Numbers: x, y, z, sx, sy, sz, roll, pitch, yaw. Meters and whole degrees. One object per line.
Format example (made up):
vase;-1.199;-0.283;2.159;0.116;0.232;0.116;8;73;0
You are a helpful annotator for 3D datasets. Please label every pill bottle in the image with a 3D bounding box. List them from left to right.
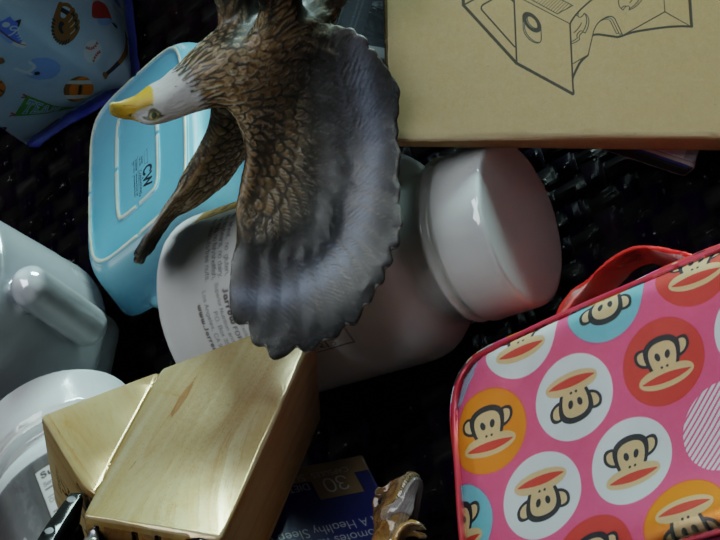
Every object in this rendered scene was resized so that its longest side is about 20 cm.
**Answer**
pill bottle;-0.138;0.156;1.103;0.114;0.114;0.200;-41;49;13
pill bottle;0.000;0.000;1.077;0.199;0.114;0.115;-17;58;30

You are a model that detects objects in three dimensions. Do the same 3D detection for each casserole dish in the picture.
casserole dish;-0.123;-0.063;1.226;0.121;0.039;0.201;-38;38;27

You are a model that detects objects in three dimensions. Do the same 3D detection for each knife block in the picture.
knife block;-0.075;0.126;0.966;0.199;0.064;0.176;-20;43;-22

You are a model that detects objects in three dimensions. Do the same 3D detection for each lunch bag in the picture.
lunch bag;-0.235;-0.214;1.329;0.123;0.170;0.201;-24;56;22
lunch bag;0.137;0.072;0.957;0.199;0.082;0.177;-23;55;27

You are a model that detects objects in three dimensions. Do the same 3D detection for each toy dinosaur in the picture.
toy dinosaur;-0.004;0.178;0.956;0.106;0.061;0.200;-4;31;39

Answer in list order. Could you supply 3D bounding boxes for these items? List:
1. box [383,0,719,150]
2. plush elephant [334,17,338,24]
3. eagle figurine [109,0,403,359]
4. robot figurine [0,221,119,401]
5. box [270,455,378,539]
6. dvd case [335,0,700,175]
box;0.110;-0.141;1.032;0.199;0.021;0.164;0;74;-6
plush elephant;-0.008;-0.168;1.153;0.165;0.200;0.155;-56;24;-19
eagle figurine;-0.053;-0.081;1.001;0.150;0.201;0.152;-2;32;9
robot figurine;-0.229;0.026;1.181;0.169;0.200;0.113;-9;62;33
box;-0.017;0.182;1.001;0.032;0.121;0.200;105;147;-42
dvd case;0.099;-0.150;1.058;0.199;0.025;0.151;19;76;-1
